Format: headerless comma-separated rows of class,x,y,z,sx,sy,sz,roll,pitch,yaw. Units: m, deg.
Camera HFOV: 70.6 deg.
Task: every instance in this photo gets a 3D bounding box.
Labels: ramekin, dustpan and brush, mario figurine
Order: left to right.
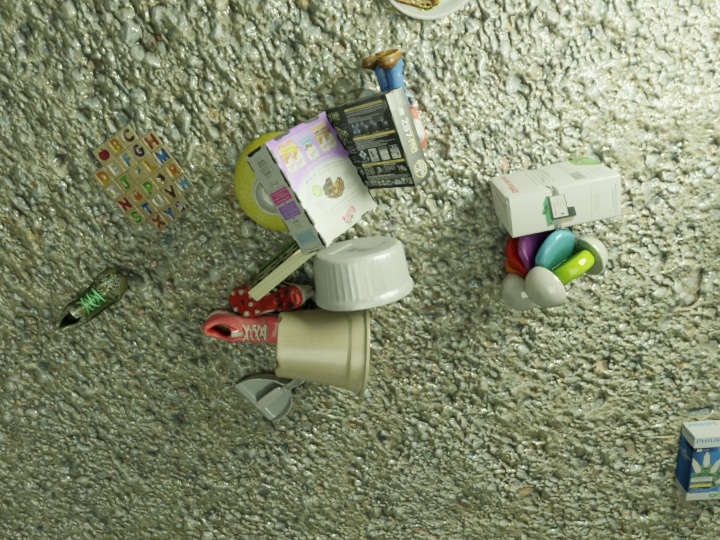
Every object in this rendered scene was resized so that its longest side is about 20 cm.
dustpan and brush,-0.192,0.282,1.202,0.200,0.057,0.140,-36,108,15
ramekin,0.000,0.000,1.009,0.199,0.201,0.098,-9,106,5
mario figurine,0.054,-0.285,0.923,0.105,0.124,0.201,-16,117,11

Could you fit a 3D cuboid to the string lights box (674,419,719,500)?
string lights box,0.852,0.469,1.257,0.102,0.059,0.201,-7,112,6

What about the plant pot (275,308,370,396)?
plant pot,-0.083,0.156,1.061,0.182,0.201,0.202,3,113,-6

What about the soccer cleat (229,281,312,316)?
soccer cleat,-0.196,0.058,1.106,0.199,0.085,0.069,-7,98,28

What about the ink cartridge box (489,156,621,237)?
ink cartridge box,0.361,-0.142,0.964,0.199,0.146,0.085,-12,114,7

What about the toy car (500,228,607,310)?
toy car,0.359,-0.021,0.996,0.175,0.200,0.150,-33,91,-16

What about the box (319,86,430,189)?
box,0.021,-0.228,0.919,0.049,0.199,0.162,-36,115,-29

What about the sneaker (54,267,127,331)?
sneaker,-0.588,0.074,1.108,0.200,0.089,0.077,-39,107,16

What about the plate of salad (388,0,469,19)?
plate of salad,0.120,-0.535,0.856,0.198,0.048,0.201,1,113,2

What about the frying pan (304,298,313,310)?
frying pan,-0.141,0.154,1.163,0.114,0.031,0.191,-10,109,6

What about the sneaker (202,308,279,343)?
sneaker,-0.251,0.135,1.119,0.199,0.087,0.074,4,102,2

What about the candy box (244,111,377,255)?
candy box,-0.082,-0.156,0.911,0.071,0.168,0.201,-16,109,45

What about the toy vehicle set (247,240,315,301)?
toy vehicle set,-0.138,-0.031,1.034,0.200,0.124,0.027,-39,107,15

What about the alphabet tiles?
alphabet tiles,-0.444,-0.184,1.040,0.166,0.006,0.201,-30,109,13

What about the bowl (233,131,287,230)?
bowl,-0.158,-0.160,0.989,0.199,0.108,0.201,0,113,1
